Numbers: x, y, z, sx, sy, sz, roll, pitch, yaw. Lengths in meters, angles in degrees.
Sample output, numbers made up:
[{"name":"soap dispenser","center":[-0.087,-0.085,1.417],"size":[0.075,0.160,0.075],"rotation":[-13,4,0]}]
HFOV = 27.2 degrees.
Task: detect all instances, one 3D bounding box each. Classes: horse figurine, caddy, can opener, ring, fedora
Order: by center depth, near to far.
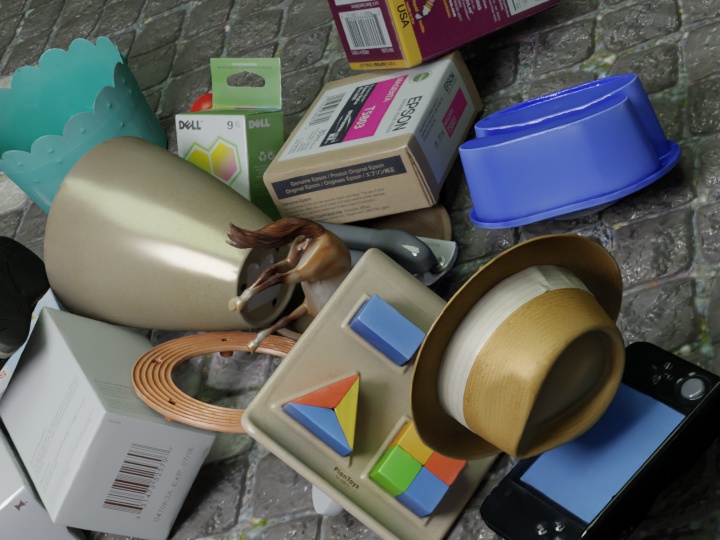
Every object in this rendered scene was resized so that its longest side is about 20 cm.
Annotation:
[{"name":"fedora","center":[0.132,0.073,1.099],"size":[0.200,0.201,0.082],"rotation":[-39,44,-6]},{"name":"horse figurine","center":[-0.047,0.014,1.257],"size":[0.132,0.200,0.050],"rotation":[-38,55,-13]},{"name":"ring","center":[-0.103,0.102,1.317],"size":[0.200,0.019,0.200],"rotation":[5,20,-2]},{"name":"caddy","center":[0.185,-0.096,1.337],"size":[0.200,0.105,0.141],"rotation":[-14,17,24]},{"name":"can opener","center":[0.006,-0.022,1.371],"size":[0.200,0.067,0.053],"rotation":[7,52,46]}]

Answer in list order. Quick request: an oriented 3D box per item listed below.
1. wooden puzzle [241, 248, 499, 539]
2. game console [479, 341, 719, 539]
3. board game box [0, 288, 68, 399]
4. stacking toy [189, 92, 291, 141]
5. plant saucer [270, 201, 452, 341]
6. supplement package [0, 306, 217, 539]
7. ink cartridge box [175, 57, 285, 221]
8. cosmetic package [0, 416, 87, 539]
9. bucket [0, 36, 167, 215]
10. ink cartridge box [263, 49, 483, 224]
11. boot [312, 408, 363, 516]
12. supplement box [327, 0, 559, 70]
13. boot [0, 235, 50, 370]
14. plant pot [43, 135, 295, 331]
[{"name":"wooden puzzle","center":[0.033,0.101,1.179],"size":[0.200,0.185,0.046],"rotation":[-53,2,-26]},{"name":"game console","center":[0.185,0.120,1.086],"size":[0.200,0.116,0.176],"rotation":[-44,38,-14]},{"name":"board game box","center":[-0.403,0.096,1.610],"size":[0.200,0.041,0.200],"rotation":[-35,37,-2]},{"name":"stacking toy","center":[-0.145,-0.153,1.665],"size":[0.085,0.085,0.200],"rotation":[-39,33,-6]},{"name":"plant saucer","center":[0.000,0.000,1.422],"size":[0.200,0.030,0.200],"rotation":[-20,38,16]},{"name":"supplement package","center":[-0.234,0.137,1.347],"size":[0.200,0.117,0.117],"rotation":[45,113,52]},{"name":"ink cartridge box","center":[-0.131,-0.115,1.519],"size":[0.104,0.201,0.059],"rotation":[6,13,41]},{"name":"cosmetic package","center":[-0.336,0.205,1.385],"size":[0.081,0.113,0.200],"rotation":[-39,35,-5]},{"name":"bucket","center":[-0.340,-0.164,1.770],"size":[0.207,0.135,0.208],"rotation":[-19,39,17]},{"name":"ink cartridge box","center":[0.016,-0.131,1.491],"size":[0.164,0.075,0.200],"rotation":[-12,30,28]},{"name":"boot","center":[0.025,0.114,1.239],"size":[0.074,0.095,0.201],"rotation":[-22,53,65]},{"name":"supplement box","center":[0.085,-0.290,1.551],"size":[0.200,0.103,0.131],"rotation":[-26,16,-24]},{"name":"boot","center":[-0.368,0.063,1.396],"size":[0.154,0.073,0.204],"rotation":[-48,20,17]},{"name":"plant pot","center":[-0.164,-0.015,1.417],"size":[0.200,0.188,0.187],"rotation":[18,60,32]}]
